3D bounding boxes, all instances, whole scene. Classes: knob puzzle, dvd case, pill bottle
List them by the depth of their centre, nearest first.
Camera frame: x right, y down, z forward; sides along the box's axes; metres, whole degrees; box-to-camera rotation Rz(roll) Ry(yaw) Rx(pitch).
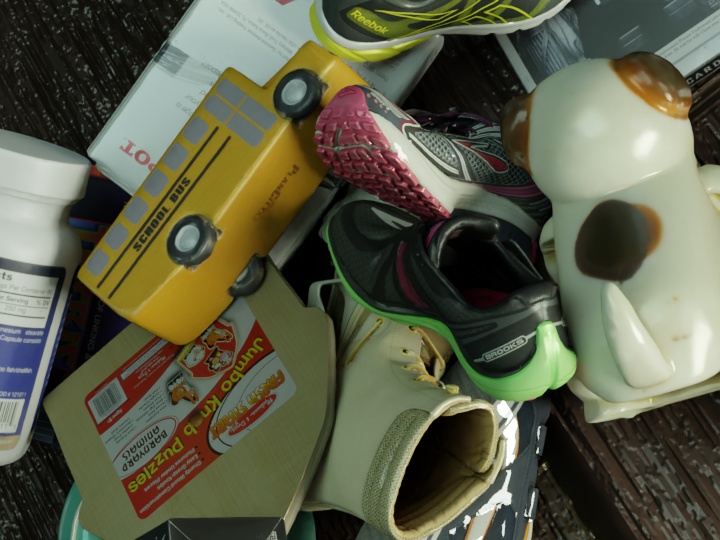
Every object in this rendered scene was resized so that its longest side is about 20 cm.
[{"bbox_3d":[-0.089,0.096,1.032,0.219,0.030,0.220,-16,56,25],"label":"knob puzzle"},{"bbox_3d":[-0.243,0.014,1.089,0.115,0.116,0.201,22,98,29],"label":"pill bottle"},{"bbox_3d":[0.151,-0.191,1.103,0.150,0.025,0.200,-34,67,16],"label":"dvd case"}]

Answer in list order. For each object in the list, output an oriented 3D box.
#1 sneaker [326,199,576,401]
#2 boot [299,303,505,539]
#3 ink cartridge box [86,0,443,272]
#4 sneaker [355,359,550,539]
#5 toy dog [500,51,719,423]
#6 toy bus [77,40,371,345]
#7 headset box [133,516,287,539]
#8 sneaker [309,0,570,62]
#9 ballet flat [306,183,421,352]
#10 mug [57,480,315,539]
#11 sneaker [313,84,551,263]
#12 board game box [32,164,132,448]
[{"bbox_3d":[0.053,-0.003,0.964,0.200,0.077,0.084,32,136,46],"label":"sneaker"},{"bbox_3d":[0.039,0.068,1.009,0.200,0.073,0.155,-50,25,-20],"label":"boot"},{"bbox_3d":[-0.061,-0.111,1.122,0.145,0.083,0.200,36,93,0],"label":"ink cartridge box"},{"bbox_3d":[0.071,0.125,1.049,0.078,0.079,0.200,-5,48,59],"label":"sneaker"},{"bbox_3d":[0.149,-0.022,0.978,0.139,0.194,0.201,-22,76,34],"label":"toy dog"},{"bbox_3d":[-0.079,-0.051,1.039,0.078,0.065,0.200,37,91,36],"label":"toy bus"},{"bbox_3d":[-0.112,0.233,0.934,0.200,0.075,0.149,-34,59,48],"label":"headset box"},{"bbox_3d":[0.068,-0.183,1.045,0.200,0.085,0.075,-23,81,-14],"label":"sneaker"},{"bbox_3d":[0.000,0.000,1.106,0.069,0.069,0.201,5,81,27],"label":"ballet flat"},{"bbox_3d":[-0.124,0.161,1.111,0.152,0.114,0.186,-26,69,20],"label":"mug"},{"bbox_3d":[0.047,-0.068,1.032,0.080,0.200,0.075,17,83,40],"label":"sneaker"},{"bbox_3d":[-0.208,0.024,1.218,0.165,0.057,0.201,9,83,29],"label":"board game box"}]
